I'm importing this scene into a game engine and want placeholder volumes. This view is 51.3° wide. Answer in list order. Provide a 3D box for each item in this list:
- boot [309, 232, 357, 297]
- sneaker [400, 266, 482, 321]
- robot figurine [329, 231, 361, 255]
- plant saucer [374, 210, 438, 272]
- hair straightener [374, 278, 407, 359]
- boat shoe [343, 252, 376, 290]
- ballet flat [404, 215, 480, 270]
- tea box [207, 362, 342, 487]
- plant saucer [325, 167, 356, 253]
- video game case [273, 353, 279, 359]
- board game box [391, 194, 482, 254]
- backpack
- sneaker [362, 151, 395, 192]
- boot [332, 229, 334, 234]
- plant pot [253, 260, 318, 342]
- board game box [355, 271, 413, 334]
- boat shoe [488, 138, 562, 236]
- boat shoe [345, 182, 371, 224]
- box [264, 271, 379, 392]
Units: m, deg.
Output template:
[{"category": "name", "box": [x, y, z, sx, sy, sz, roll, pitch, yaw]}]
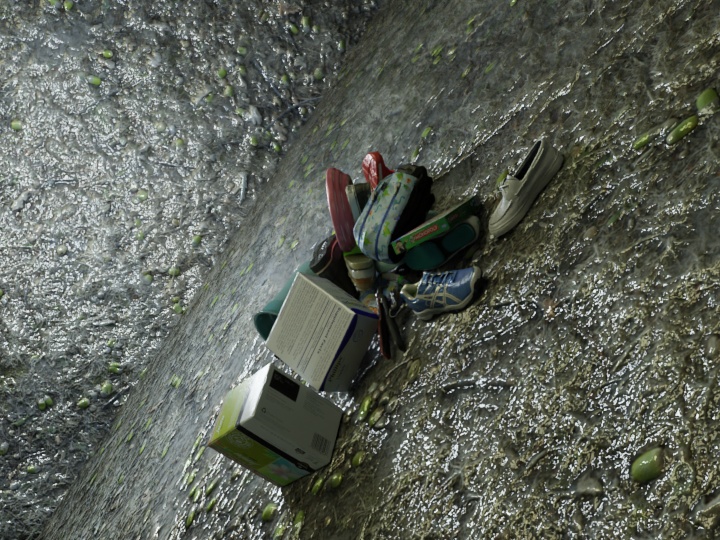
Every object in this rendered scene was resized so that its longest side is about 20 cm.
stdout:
[{"category": "boot", "box": [-0.052, -0.003, 1.828, 0.077, 0.139, 0.201, -33, 16, 26]}, {"category": "sneaker", "box": [0.154, 0.038, 1.449, 0.199, 0.077, 0.077, -31, 29, 45]}, {"category": "robot figurine", "box": [-0.011, -0.077, 1.942, 0.200, 0.115, 0.177, -43, 24, 30]}, {"category": "plant saucer", "box": [0.098, -0.082, 1.765, 0.199, 0.039, 0.202, -37, 20, 16]}, {"category": "hair straightener", "box": [0.072, 0.089, 1.572, 0.076, 0.041, 0.203, -30, 38, 22]}, {"category": "boat shoe", "box": [0.000, 0.000, 1.747, 0.073, 0.070, 0.200, -7, 9, 3]}, {"category": "ballet flat", "box": [0.178, -0.059, 1.582, 0.198, 0.069, 0.070, -30, 31, 41]}, {"category": "tea box", "box": [-0.179, 0.329, 1.572, 0.196, 0.198, 0.135, -36, 27, 42]}, {"category": "plant saucer", "box": [-0.035, -0.147, 1.786, 0.050, 0.204, 0.202, -11, 33, 9]}, {"category": "video game case", "box": [-0.150, 0.147, 2.043, 0.199, 0.025, 0.183, -22, 38, 55]}, {"category": "board game box", "box": [0.160, -0.096, 1.544, 0.133, 0.030, 0.199, -26, 4, 32]}, {"category": "backpack", "box": [0.073, -0.112, 1.638, 0.164, 0.150, 0.204, 71, -149, -63]}, {"category": "sneaker", "box": [0.073, -0.257, 1.971, 0.114, 0.079, 0.201, -30, -26, -14]}, {"category": "boot", "box": [-0.007, -0.128, 2.082, 0.106, 0.075, 0.203, 0, 56, 60]}, {"category": "plant pot", "box": [-0.133, 0.097, 1.867, 0.199, 0.200, 0.198, -22, 29, 55]}, {"category": "board game box", "box": [0.038, 0.068, 1.724, 0.137, 0.034, 0.199, -58, 20, -7]}, {"category": "boat shoe", "box": [0.302, -0.159, 1.431, 0.201, 0.068, 0.072, -50, 21, 13]}, {"category": "boat shoe", "box": [0.020, -0.119, 1.725, 0.062, 0.202, 0.072, -13, 49, 6]}, {"category": "box", "box": [-0.082, 0.134, 1.632, 0.199, 0.104, 0.187, 33, 101, 38]}]
